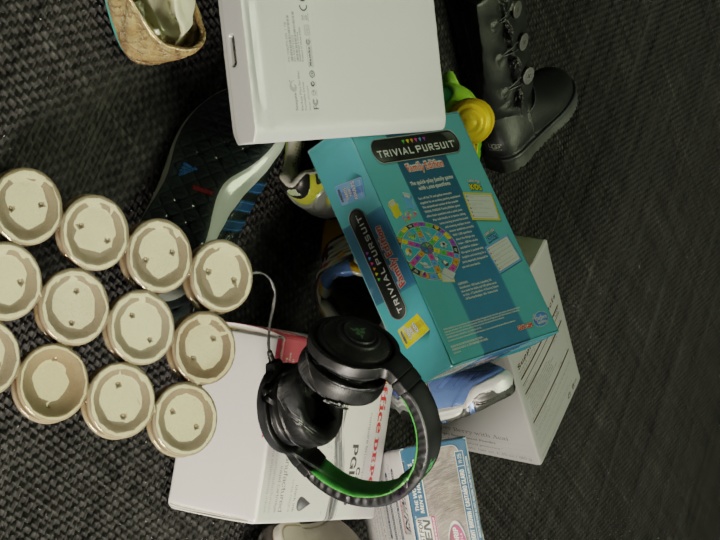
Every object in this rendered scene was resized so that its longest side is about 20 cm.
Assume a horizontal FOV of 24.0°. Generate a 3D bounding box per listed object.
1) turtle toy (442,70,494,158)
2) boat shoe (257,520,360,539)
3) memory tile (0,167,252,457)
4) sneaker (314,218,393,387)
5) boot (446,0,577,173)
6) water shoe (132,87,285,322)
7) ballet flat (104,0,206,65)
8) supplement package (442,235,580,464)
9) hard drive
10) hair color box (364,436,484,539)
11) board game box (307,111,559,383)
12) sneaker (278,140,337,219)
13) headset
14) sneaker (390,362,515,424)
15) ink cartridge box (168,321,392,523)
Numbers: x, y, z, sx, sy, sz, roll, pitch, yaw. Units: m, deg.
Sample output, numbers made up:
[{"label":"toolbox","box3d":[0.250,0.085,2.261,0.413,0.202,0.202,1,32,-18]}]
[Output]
[{"label":"turtle toy","box3d":[0.058,-0.076,1.486,0.146,0.101,0.200,-44,143,-83]},{"label":"boat shoe","box3d":[-0.048,0.248,1.444,0.200,0.057,0.067,29,36,-65]},{"label":"memory tile","box3d":[-0.166,0.030,1.095,0.200,0.017,0.153,21,73,-34]},{"label":"sneaker","box3d":[0.000,0.000,1.356,0.090,0.075,0.200,36,22,-45]},{"label":"boot","box3d":[0.153,-0.223,1.676,0.165,0.066,0.200,-56,139,-43]},{"label":"water shoe","box3d":[-0.113,-0.051,1.231,0.200,0.071,0.079,-59,167,-30]},{"label":"ballet flat","box3d":[-0.147,-0.218,1.100,0.071,0.065,0.200,-61,146,-33]},{"label":"supplement package","box3d":[0.121,0.072,1.627,0.120,0.121,0.200,-59,145,-35]},{"label":"hard drive","box3d":[-0.018,-0.164,1.248,0.200,0.026,0.132,-9,94,-46]},{"label":"hair color box","box3d":[0.048,0.200,1.451,0.200,0.060,0.100,143,-62,-77]},{"label":"board game box","box3d":[0.059,-0.021,1.327,0.151,0.047,0.200,-13,76,-51]},{"label":"sneaker","box3d":[-0.015,-0.143,1.361,0.076,0.075,0.200,17,81,-62]},{"label":"headset","box3d":[-0.034,0.084,1.193,0.200,0.124,0.094,49,35,4]},{"label":"sneaker","box3d":[0.049,0.081,1.435,0.076,0.200,0.077,-21,106,-38]},{"label":"ink cartridge box","box3d":[-0.056,0.122,1.347,0.200,0.083,0.147,13,85,-62]}]
